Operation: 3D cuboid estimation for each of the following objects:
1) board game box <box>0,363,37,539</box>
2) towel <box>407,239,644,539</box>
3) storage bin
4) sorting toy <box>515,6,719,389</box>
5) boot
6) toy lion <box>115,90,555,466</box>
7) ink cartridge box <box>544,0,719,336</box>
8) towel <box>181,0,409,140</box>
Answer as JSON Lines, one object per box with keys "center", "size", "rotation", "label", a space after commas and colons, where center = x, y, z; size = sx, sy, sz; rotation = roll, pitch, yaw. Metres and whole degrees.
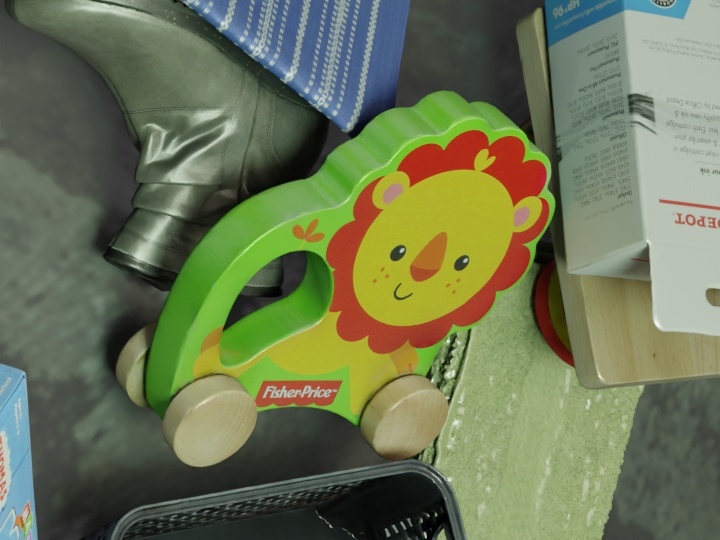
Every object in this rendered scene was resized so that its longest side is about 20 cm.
{"center": [-0.200, 0.157, 1.022], "size": [0.200, 0.036, 0.152], "rotation": [-58, 159, -45], "label": "board game box"}
{"center": [0.090, 0.084, 1.304], "size": [0.148, 0.036, 0.201], "rotation": [15, 86, -36], "label": "towel"}
{"center": [-0.044, 0.180, 1.160], "size": [0.199, 0.094, 0.136], "rotation": [-6, 74, -35], "label": "storage bin"}
{"center": [0.167, -0.037, 1.295], "size": [0.198, 0.070, 0.201], "rotation": [-3, 80, -36], "label": "sorting toy"}
{"center": [-0.097, -0.060, 1.137], "size": [0.200, 0.068, 0.131], "rotation": [20, 87, -38], "label": "boot"}
{"center": [0.000, 0.000, 1.159], "size": [0.200, 0.069, 0.192], "rotation": [1, 123, -40], "label": "toy lion"}
{"center": [0.163, -0.057, 1.212], "size": [0.116, 0.068, 0.201], "rotation": [6, 74, -34], "label": "ink cartridge box"}
{"center": [-0.049, -0.158, 1.144], "size": [0.200, 0.024, 0.145], "rotation": [37, 44, -31], "label": "towel"}
